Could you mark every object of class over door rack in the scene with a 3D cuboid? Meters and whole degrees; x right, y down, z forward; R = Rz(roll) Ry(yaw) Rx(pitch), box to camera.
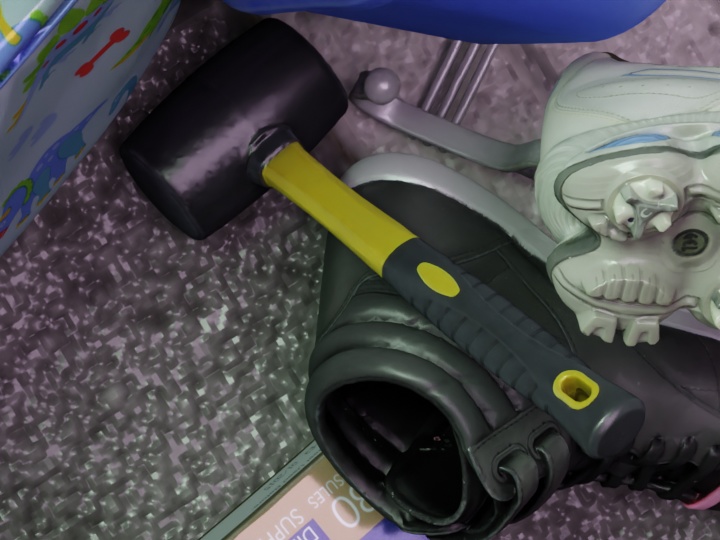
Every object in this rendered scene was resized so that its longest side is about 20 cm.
[{"bbox_3d":[0.116,-0.075,0.814,0.200,0.067,0.148,26,82,7],"label":"over door rack"}]

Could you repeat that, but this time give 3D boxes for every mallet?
[{"bbox_3d":[0.000,0.000,0.753,0.066,0.200,0.041,-36,137,-5],"label":"mallet"}]

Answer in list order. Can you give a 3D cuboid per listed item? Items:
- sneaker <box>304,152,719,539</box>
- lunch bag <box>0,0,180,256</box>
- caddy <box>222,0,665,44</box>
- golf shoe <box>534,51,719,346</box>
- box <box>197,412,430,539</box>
[{"bbox_3d":[0.067,0.053,0.804,0.200,0.071,0.099,29,50,-9],"label":"sneaker"},{"bbox_3d":[-0.124,-0.044,0.714,0.082,0.161,0.200,38,81,1],"label":"lunch bag"},{"bbox_3d":[0.016,-0.133,0.719,0.105,0.200,0.142,12,88,-25],"label":"caddy"},{"bbox_3d":[0.145,-0.028,0.742,0.200,0.097,0.078,8,127,-11],"label":"golf shoe"},{"bbox_3d":[0.017,0.157,0.826,0.121,0.032,0.200,-40,101,-14],"label":"box"}]
